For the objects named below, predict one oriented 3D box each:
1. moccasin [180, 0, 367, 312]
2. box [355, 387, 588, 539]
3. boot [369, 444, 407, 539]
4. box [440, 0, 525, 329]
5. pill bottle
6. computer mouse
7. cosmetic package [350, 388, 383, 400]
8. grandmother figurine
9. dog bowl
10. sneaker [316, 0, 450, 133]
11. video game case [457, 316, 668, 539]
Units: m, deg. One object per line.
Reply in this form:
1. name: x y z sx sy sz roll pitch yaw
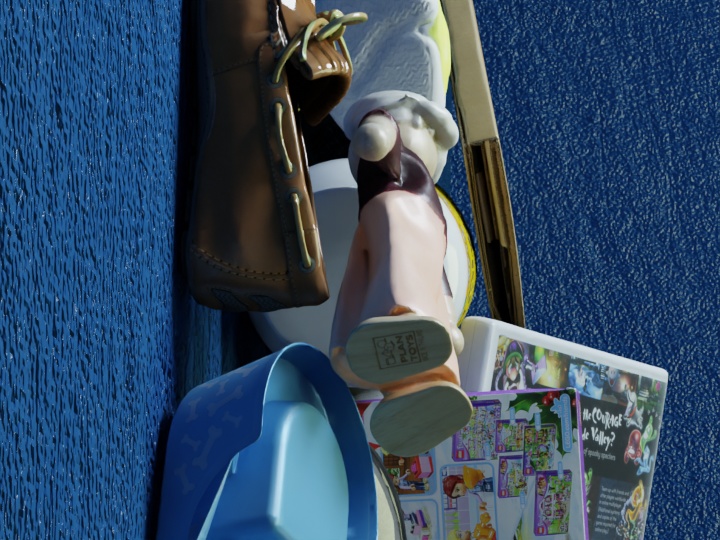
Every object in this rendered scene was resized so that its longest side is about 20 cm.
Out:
1. moccasin: -0.033 -0.082 1.147 0.074 0.078 0.202 73 17 -67
2. box: 0.044 0.160 1.309 0.039 0.136 0.201 40 47 -81
3. boot: -0.019 0.171 1.159 0.132 0.070 0.201 -33 119 -79
4. box: 0.063 -0.076 1.470 0.200 0.021 0.164 -98 177 -46
5. pill bottle: 0.000 0.000 1.348 0.200 0.112 0.113 -12 102 -85
6. computer mouse: 0.007 -0.013 1.498 0.200 0.034 0.059 61 -14 5
7. cosmetic package: 0.009 0.103 1.469 0.200 0.074 0.102 -110 -166 -76
8. grandmother figurine: 0.016 -0.017 1.172 0.200 0.060 0.121 -91 175 -55
9. dog bowl: -0.040 0.126 1.069 0.112 0.049 0.200 50 38 -50
10. sneaker: 0.006 -0.152 1.359 0.105 0.076 0.200 4 70 -74
11. video game case: 0.097 0.128 1.420 0.200 0.023 0.182 17 82 -55
